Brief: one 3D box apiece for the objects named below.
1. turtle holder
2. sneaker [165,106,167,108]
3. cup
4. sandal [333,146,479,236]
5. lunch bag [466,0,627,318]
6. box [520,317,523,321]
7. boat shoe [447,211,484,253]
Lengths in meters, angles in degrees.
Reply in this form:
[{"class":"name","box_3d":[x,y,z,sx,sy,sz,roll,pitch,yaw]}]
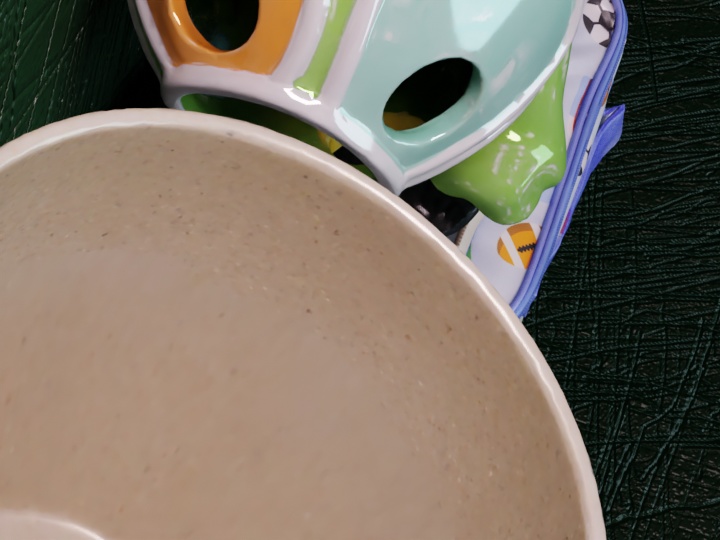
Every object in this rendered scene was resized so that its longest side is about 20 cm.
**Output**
[{"class":"turtle holder","box_3d":[0.000,-0.089,0.854,0.186,0.140,0.132,78,30,-73]},{"class":"sneaker","box_3d":[-0.050,-0.024,0.992,0.200,0.076,0.084,-57,169,-53]},{"class":"cup","box_3d":[-0.058,0.080,0.743,0.143,0.200,0.201,-45,-164,45]},{"class":"sandal","box_3d":[0.017,-0.111,0.951,0.048,0.075,0.201,-55,152,-79]},{"class":"lunch bag","box_3d":[0.021,-0.059,1.141,0.076,0.160,0.201,108,4,-62]},{"class":"box","box_3d":[0.008,-0.023,1.282,0.200,0.152,0.107,103,7,-53]},{"class":"boat shoe","box_3d":[0.000,0.000,1.025,0.063,0.072,0.201,15,96,-51]}]
